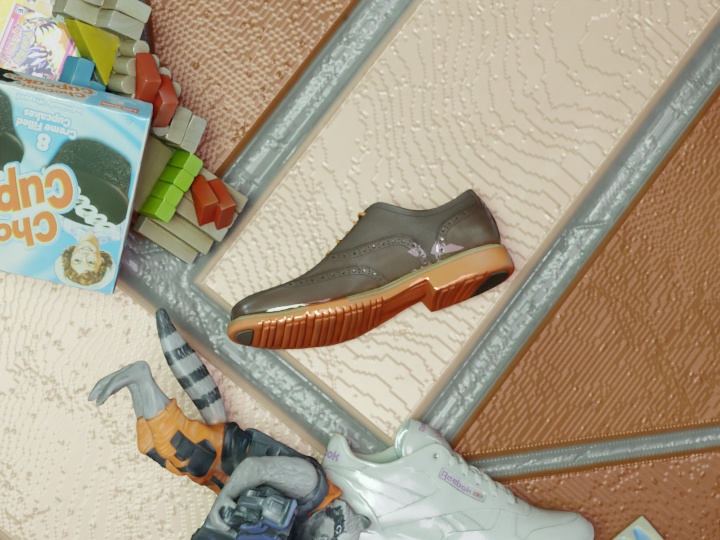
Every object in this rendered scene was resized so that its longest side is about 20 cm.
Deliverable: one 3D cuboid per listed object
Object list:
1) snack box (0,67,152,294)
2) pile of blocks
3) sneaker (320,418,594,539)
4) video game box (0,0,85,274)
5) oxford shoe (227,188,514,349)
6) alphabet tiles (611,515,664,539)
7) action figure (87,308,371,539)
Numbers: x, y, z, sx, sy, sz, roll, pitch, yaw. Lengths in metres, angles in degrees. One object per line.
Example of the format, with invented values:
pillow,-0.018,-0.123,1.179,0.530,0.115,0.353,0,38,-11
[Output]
snack box,-0.233,-0.064,1.000,0.198,0.037,0.117,12,110,-8
pile of blocks,-0.137,-0.089,1.041,0.082,0.062,0.201,-37,115,-20
sneaker,0.064,0.153,1.105,0.197,0.075,0.101,7,90,-12
video game box,-0.263,-0.126,1.054,0.181,0.047,0.202,26,85,-9
oxford shoe,0.000,0.000,1.106,0.198,0.071,0.074,-16,73,-15
alphabet tiles,0.169,0.289,1.117,0.199,0.008,0.167,-37,64,-9
action figure,-0.073,0.117,1.027,0.193,0.200,0.105,38,67,-8
